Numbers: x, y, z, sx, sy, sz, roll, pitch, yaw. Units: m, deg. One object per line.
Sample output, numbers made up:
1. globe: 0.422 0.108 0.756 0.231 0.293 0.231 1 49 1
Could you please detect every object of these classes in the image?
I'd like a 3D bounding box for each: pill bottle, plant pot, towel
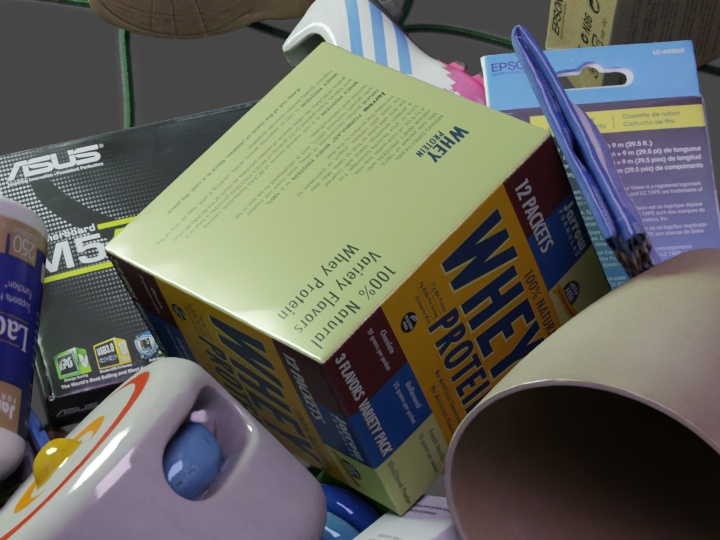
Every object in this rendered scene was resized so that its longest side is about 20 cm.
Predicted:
1. pill bottle: -0.247 0.061 1.484 0.115 0.116 0.201 3 73 1
2. plant pot: 0.170 0.079 1.410 0.187 0.188 0.200 22 42 14
3. towel: 0.140 -0.059 1.514 0.024 0.200 0.147 -27 74 7

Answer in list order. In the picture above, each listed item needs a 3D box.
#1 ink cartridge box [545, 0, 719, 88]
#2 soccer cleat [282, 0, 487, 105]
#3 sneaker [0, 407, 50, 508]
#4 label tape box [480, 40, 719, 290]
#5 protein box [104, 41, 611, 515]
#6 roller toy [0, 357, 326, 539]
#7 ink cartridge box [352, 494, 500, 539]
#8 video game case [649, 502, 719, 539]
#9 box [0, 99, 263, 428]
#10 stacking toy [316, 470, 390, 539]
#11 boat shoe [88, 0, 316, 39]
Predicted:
1. ink cartridge box: 0.216 -0.218 1.714 0.164 0.200 0.075 -26 60 -19
2. soccer cleat: 0.029 -0.115 1.728 0.086 0.070 0.200 -42 61 -11
3. sneaker: -0.214 0.149 1.528 0.082 0.071 0.200 -16 58 -14
4. label tape box: 0.154 -0.041 1.642 0.143 0.066 0.201 -4 71 -4
5. protein box: 0.000 0.000 1.503 0.200 0.135 0.199 25 62 42
6. roller toy: -0.123 0.145 1.389 0.140 0.200 0.183 44 78 -9
7. ink cartridge box: 0.009 0.241 1.422 0.200 0.083 0.147 -37 105 -23
8. video game case: 0.223 0.190 1.388 0.199 0.026 0.181 -24 34 11
9. box: -0.128 -0.008 1.654 0.199 0.048 0.194 -12 60 -10
10. stacking toy: -0.001 0.139 1.542 0.085 0.086 0.200 25 53 15
11. boat shoe: -0.092 -0.212 1.787 0.199 0.072 0.065 -8 43 -2
